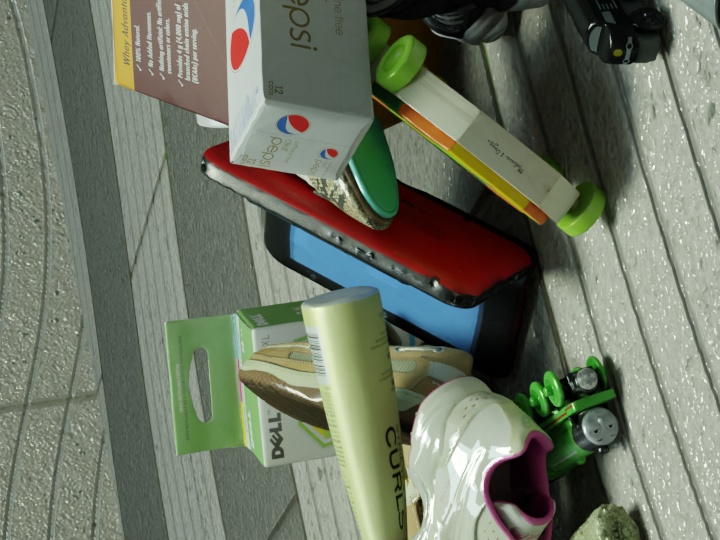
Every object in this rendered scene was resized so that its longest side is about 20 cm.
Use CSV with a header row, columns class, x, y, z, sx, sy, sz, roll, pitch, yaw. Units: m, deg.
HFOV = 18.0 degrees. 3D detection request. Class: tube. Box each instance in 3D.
class,x,y,z,sx,sy,sz,roll,pitch,yaw
tube,0.007,0.112,1.423,0.052,0.058,0.201,-1,102,48

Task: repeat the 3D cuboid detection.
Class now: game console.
class,x,y,z,sx,sy,sz,roll,pitch,yaw
game console,0.000,0.000,1.451,0.172,0.199,0.119,-28,-39,-62

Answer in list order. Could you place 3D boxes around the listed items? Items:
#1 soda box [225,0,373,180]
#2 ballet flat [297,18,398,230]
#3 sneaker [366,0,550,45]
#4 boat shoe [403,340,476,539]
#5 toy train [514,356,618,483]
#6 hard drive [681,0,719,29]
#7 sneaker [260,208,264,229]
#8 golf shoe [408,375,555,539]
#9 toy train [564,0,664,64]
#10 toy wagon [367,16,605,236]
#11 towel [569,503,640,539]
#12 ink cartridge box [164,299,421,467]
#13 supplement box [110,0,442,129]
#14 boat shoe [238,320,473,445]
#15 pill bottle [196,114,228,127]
class,x,y,z,sx,sy,sz,roll,pitch,yaw
soda box,-0.038,-0.154,1.306,0.064,0.068,0.201,124,149,-51
ballet flat,-0.023,-0.106,1.393,0.068,0.075,0.201,26,-130,-52
sneaker,0.042,-0.182,1.378,0.200,0.113,0.076,167,102,-74
boat shoe,0.056,0.128,1.522,0.201,0.073,0.067,-102,4,-46
toy train,0.115,0.102,1.405,0.200,0.041,0.057,130,121,-70
hard drive,0.151,-0.218,1.121,0.200,0.033,0.141,-125,31,-60
sneaker,-0.049,-0.124,1.839,0.114,0.076,0.201,-115,26,-53
golf shoe,0.074,0.169,1.383,0.091,0.075,0.201,19,117,45
toy train,0.113,-0.181,1.252,0.034,0.045,0.201,97,159,-44
toy wagon,0.057,-0.087,1.333,0.040,0.155,0.200,-52,22,2
towel,0.152,0.249,1.342,0.148,0.036,0.201,120,140,-65
ink cartridge box,-0.035,0.078,1.636,0.059,0.199,0.105,-140,44,-70
supplement box,-0.059,-0.210,1.556,0.199,0.132,0.199,22,124,36
boat shoe,0.002,0.068,1.525,0.199,0.072,0.077,10,70,44
pill bottle,-0.107,-0.227,1.925,0.112,0.111,0.202,-147,51,-71
